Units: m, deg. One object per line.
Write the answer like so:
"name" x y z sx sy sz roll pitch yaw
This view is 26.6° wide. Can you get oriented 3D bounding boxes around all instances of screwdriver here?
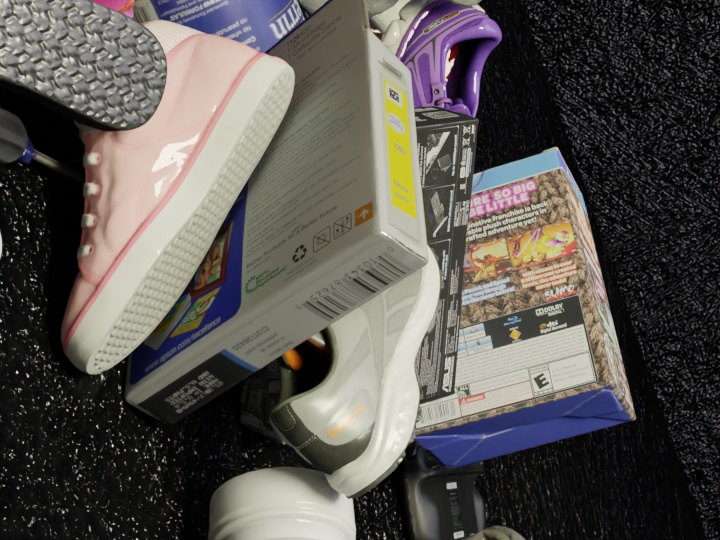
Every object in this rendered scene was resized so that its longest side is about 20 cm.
"screwdriver" -0.172 -0.057 0.810 0.200 0.029 0.028 45 30 -75

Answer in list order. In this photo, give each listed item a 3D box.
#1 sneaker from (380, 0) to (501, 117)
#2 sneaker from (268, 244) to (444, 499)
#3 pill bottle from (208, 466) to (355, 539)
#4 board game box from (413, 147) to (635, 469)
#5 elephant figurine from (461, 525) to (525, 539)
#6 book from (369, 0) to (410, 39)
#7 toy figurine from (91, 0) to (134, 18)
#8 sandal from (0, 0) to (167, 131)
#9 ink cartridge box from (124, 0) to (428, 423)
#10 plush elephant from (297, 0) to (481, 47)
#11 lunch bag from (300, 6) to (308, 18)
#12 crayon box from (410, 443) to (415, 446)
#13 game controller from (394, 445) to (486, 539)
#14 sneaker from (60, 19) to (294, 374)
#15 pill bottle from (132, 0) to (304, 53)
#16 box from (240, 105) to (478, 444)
"sneaker" 0.035 -0.101 1.080 0.081 0.083 0.200 20 96 -50
"sneaker" -0.005 0.030 0.864 0.079 0.074 0.200 36 37 -23
"pill bottle" -0.038 0.212 0.807 0.112 0.112 0.200 54 24 -49
"board game box" 0.108 0.031 1.181 0.097 0.159 0.200 47 31 -60
"elephant figurine" 0.102 0.256 1.070 0.141 0.200 0.155 22 53 -70
"book" -0.019 -0.232 1.232 0.200 0.048 0.134 44 -11 -22
"toy figurine" -0.153 -0.205 0.835 0.200 0.150 0.184 44 45 -62
"sandal" -0.184 -0.122 0.731 0.200 0.048 0.075 31 74 -39
"ink cartridge box" -0.051 -0.040 0.863 0.047 0.198 0.200 34 38 -32
"plush elephant" 0.016 -0.239 1.024 0.200 0.155 0.165 63 11 24
"lunch bag" -0.048 -0.153 1.153 0.200 0.094 0.151 60 18 -48
"crayon box" -0.007 0.057 1.164 0.200 0.058 0.119 44 33 -60
"game controller" 0.073 0.201 1.346 0.200 0.042 0.105 19 71 -70
"sneaker" -0.127 -0.048 0.818 0.200 0.105 0.075 -60 171 -15
"pill bottle" -0.085 -0.133 0.989 0.116 0.116 0.200 -77 148 -60
"box" 0.000 0.000 0.995 0.158 0.050 0.200 -12 113 -41
